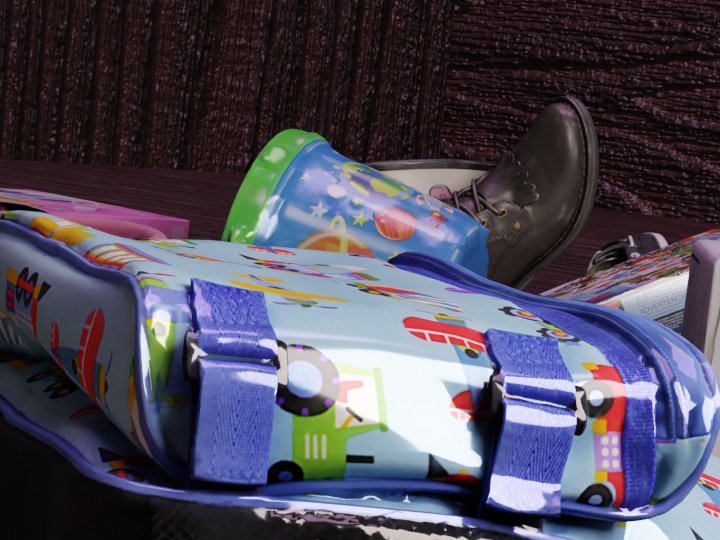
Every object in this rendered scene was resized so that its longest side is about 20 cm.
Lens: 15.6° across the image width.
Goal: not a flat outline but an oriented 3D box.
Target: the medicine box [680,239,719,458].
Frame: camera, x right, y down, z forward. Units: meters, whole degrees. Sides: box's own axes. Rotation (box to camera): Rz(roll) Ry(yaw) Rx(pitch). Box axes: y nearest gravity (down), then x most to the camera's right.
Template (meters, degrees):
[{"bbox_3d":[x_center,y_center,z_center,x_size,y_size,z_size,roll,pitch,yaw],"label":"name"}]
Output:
[{"bbox_3d":[0.256,0.047,1.323,0.182,0.103,0.200,6,5,3],"label":"medicine box"}]

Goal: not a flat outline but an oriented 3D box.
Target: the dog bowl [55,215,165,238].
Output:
[{"bbox_3d":[-0.165,0.019,1.115,0.200,0.074,0.200,2,8,0],"label":"dog bowl"}]

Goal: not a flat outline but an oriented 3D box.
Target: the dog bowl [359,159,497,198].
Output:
[{"bbox_3d":[0.019,-0.020,1.813,0.200,0.074,0.200,-4,-10,-1],"label":"dog bowl"}]

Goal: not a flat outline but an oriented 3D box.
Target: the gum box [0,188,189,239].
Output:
[{"bbox_3d":[-0.215,-0.015,1.754,0.113,0.066,0.200,3,5,-43],"label":"gum box"}]

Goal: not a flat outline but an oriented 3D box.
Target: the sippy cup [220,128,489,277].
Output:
[{"bbox_3d":[0.000,0.000,1.516,0.130,0.140,0.178,18,52,16],"label":"sippy cup"}]

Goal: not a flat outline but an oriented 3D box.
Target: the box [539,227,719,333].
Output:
[{"bbox_3d":[0.201,0.012,1.715,0.136,0.038,0.200,-21,3,-5],"label":"box"}]

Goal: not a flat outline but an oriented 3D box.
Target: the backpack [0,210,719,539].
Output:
[{"bbox_3d":[0.020,0.068,0.530,0.200,0.135,0.183,7,4,-18],"label":"backpack"}]

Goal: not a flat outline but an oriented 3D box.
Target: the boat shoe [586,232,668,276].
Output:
[{"bbox_3d":[0.203,0.006,1.995,0.060,0.076,0.200,11,2,-12],"label":"boat shoe"}]

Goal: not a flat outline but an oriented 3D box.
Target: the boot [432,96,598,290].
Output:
[{"bbox_3d":[0.047,-0.032,1.663,0.174,0.200,0.069,11,25,-37],"label":"boot"}]
